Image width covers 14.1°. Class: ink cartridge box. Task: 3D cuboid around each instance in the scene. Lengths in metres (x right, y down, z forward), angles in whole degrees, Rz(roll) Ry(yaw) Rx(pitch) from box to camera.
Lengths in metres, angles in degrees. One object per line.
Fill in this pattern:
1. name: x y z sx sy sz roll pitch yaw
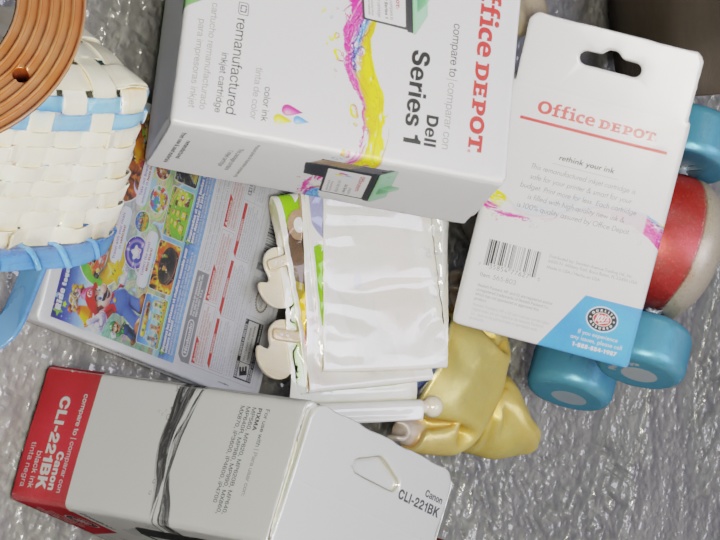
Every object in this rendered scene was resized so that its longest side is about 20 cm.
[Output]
1. ink cartridge box: -0.071 0.121 1.639 0.144 0.199 0.084 30 70 -48
2. ink cartridge box: -0.013 -0.121 1.682 0.199 0.084 0.146 10 72 -13
3. ink cartridge box: 0.137 -0.054 1.815 0.068 0.114 0.201 -58 162 -78

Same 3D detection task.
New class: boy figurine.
1. boy figurine: 0.054 0.063 1.898 0.200 0.064 0.125 37 66 -48

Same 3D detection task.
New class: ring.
1. ring: -0.231 -0.138 1.411 0.201 0.200 0.019 -53 175 -33

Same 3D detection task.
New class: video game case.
1. video game case: -0.112 -0.014 1.719 0.200 0.018 0.144 25 75 -50

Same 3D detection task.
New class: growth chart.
1. growth chart: 0.000 0.000 1.792 0.144 0.018 0.201 9 79 -29

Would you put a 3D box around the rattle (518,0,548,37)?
1. rattle: 0.011 -0.177 1.793 0.199 0.130 0.144 -14 110 -28

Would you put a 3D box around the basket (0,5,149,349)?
1. basket: -0.209 -0.039 1.516 0.176 0.139 0.201 0 121 -53

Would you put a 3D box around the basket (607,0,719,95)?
1. basket: 0.230 -0.234 2.023 0.135 0.180 0.201 -16 118 -27

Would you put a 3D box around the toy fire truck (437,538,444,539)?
1. toy fire truck: -0.035 0.213 1.781 0.167 0.112 0.201 29 70 -29

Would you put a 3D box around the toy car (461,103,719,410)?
1. toy car: 0.123 -0.034 1.935 0.199 0.177 0.185 23 69 -20
